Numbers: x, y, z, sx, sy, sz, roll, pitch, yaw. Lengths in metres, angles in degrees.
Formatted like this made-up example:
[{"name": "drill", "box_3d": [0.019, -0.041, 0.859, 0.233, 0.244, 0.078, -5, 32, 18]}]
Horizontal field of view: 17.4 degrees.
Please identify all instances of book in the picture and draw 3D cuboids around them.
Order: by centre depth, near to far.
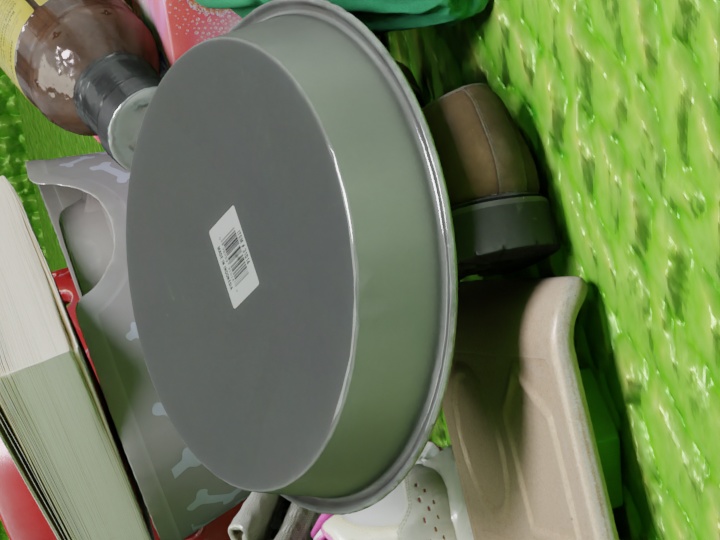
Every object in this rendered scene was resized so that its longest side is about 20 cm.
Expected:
[{"name": "book", "box_3d": [-0.137, 0.069, 1.113, 0.134, 0.048, 0.201, -112, 3, -48]}]

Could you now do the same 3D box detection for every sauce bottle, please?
[{"name": "sauce bottle", "box_3d": [-0.130, -0.100, 1.060, 0.200, 0.064, 0.065, -132, 29, -53]}]

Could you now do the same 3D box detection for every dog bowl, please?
[{"name": "dog bowl", "box_3d": [-0.102, 0.032, 1.136, 0.200, 0.058, 0.201, 160, 90, -84]}]

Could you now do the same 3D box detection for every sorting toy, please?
[{"name": "sorting toy", "box_3d": [0.076, 0.102, 0.912, 0.185, 0.036, 0.201, 176, 85, -78]}]

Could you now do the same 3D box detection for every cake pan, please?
[{"name": "cake pan", "box_3d": [-0.034, -0.004, 0.901, 0.200, 0.037, 0.202, 13, 106, 55]}]

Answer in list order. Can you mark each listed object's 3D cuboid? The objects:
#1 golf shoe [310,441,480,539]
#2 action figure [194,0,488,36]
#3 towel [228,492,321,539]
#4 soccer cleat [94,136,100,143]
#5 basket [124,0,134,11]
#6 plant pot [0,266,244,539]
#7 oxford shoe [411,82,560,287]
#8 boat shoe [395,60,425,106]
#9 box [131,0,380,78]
[{"name": "golf shoe", "box_3d": [0.012, 0.122, 1.097, 0.200, 0.091, 0.076, 120, 133, -76]}, {"name": "action figure", "box_3d": [-0.008, -0.122, 0.919, 0.200, 0.118, 0.055, 7, 72, 59]}, {"name": "towel", "box_3d": [-0.022, 0.150, 1.167, 0.200, 0.034, 0.193, -65, -21, -47]}, {"name": "soccer cleat", "box_3d": [-0.101, -0.068, 1.219, 0.200, 0.076, 0.067, 20, -138, -51]}, {"name": "basket", "box_3d": [-0.113, -0.236, 1.150, 0.136, 0.179, 0.201, -56, -53, -67]}, {"name": "plant pot", "box_3d": [-0.110, 0.080, 1.326, 0.200, 0.182, 0.201, -23, -90, -87]}, {"name": "oxford shoe", "box_3d": [0.008, -0.027, 0.930, 0.200, 0.072, 0.085, -23, 78, 55]}, {"name": "boat shoe", "box_3d": [0.000, 0.000, 1.050, 0.201, 0.072, 0.068, 90, 163, -50]}, {"name": "box", "box_3d": [-0.048, -0.103, 1.088, 0.095, 0.102, 0.201, -122, 22, -57]}]
